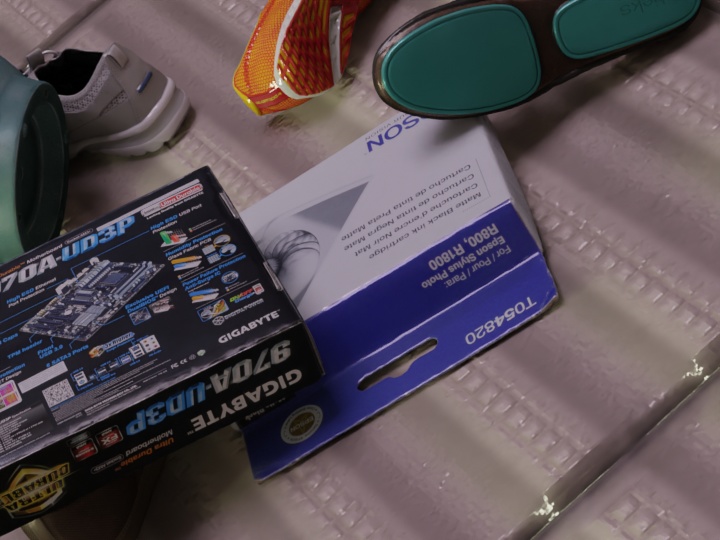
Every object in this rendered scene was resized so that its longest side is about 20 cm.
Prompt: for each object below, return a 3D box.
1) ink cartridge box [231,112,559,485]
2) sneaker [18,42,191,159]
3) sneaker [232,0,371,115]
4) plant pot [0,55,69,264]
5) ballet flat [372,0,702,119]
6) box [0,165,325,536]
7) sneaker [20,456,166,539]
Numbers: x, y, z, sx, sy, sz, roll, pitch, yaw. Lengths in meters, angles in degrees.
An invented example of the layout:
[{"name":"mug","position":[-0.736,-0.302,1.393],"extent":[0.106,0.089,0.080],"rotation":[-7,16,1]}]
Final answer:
[{"name":"ink cartridge box","position":[0.000,0.000,1.452],"extent":[0.199,0.041,0.200],"rotation":[-32,33,9]},{"name":"sneaker","position":[-0.205,-0.119,1.769],"extent":[0.199,0.082,0.075],"rotation":[-9,41,38]},{"name":"sneaker","position":[-0.025,-0.184,1.688],"extent":[0.077,0.073,0.200],"rotation":[-14,35,49]},{"name":"plant pot","position":[-0.264,-0.064,1.680],"extent":[0.133,0.201,0.201],"rotation":[4,44,10]},{"name":"ballet flat","position":[0.096,-0.132,1.480],"extent":[0.199,0.068,0.068],"rotation":[-16,16,-10]},{"name":"box","position":[-0.138,0.041,1.410],"extent":[0.199,0.046,0.159],"rotation":[-26,40,-7]},{"name":"sneaker","position":[-0.145,0.078,1.463],"extent":[0.070,0.076,0.201],"rotation":[-22,35,23]}]
